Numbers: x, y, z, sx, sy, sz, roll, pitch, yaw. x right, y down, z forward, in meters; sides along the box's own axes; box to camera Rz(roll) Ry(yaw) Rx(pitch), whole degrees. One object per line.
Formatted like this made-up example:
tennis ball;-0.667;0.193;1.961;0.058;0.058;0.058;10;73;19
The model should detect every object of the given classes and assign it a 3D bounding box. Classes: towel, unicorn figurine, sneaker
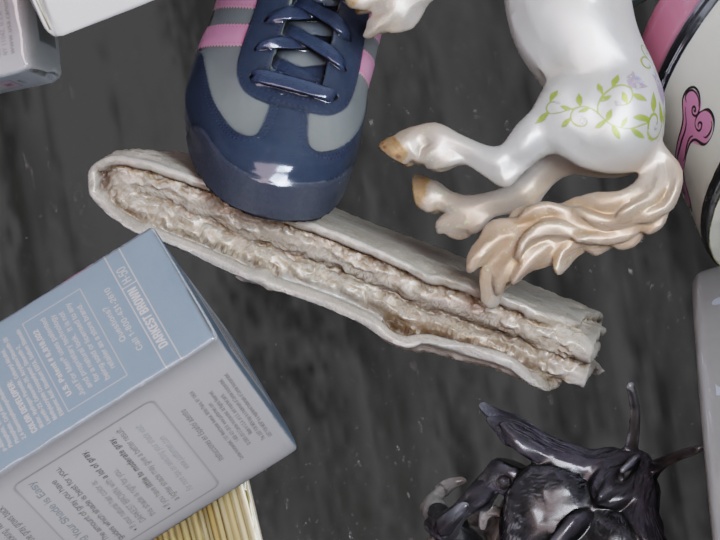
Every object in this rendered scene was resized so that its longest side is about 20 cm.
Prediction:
towel;0.000;0.000;1.053;0.200;0.133;0.034;22;94;8
unicorn figurine;0.065;-0.099;0.973;0.137;0.074;0.200;-17;97;18
sneaker;-0.023;-0.104;1.033;0.070;0.200;0.082;13;131;-8

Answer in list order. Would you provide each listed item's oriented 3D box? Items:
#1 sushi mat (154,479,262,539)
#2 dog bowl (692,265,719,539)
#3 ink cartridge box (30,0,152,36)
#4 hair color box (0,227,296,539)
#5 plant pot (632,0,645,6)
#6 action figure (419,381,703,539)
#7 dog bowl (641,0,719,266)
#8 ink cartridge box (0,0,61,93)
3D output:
sushi mat;-0.059;0.159;1.077;0.096;0.012;0.200;-20;81;46
dog bowl;0.158;0.085;0.998;0.059;0.200;0.200;-5;85;8
ink cartridge box;-0.083;-0.185;1.003;0.145;0.200;0.084;-23;127;-6
hair color box;-0.133;0.078;1.006;0.200;0.099;0.061;-32;57;-1
plant pot;0.076;-0.199;1.065;0.141;0.141;0.200;-26;92;3
action figure;0.064;0.126;1.054;0.119;0.102;0.200;41;105;9
dog bowl;0.187;-0.092;1.020;0.200;0.200;0.074;-38;66;1
ink cartridge box;-0.234;-0.142;1.134;0.200;0.057;0.163;-10;84;13
